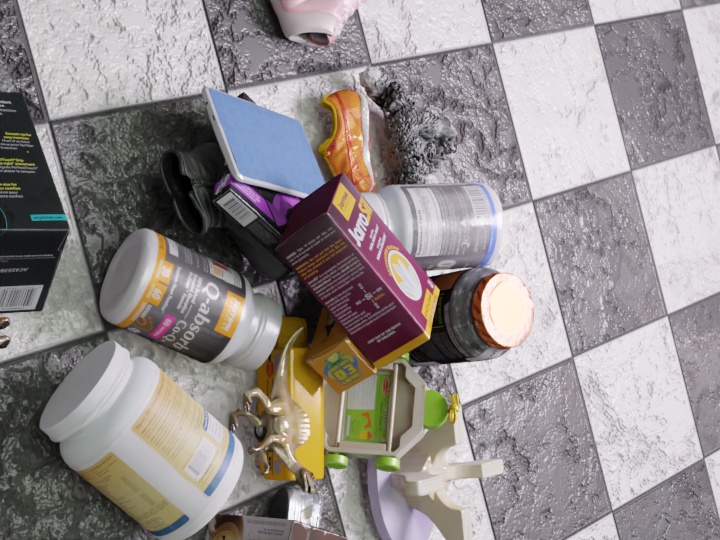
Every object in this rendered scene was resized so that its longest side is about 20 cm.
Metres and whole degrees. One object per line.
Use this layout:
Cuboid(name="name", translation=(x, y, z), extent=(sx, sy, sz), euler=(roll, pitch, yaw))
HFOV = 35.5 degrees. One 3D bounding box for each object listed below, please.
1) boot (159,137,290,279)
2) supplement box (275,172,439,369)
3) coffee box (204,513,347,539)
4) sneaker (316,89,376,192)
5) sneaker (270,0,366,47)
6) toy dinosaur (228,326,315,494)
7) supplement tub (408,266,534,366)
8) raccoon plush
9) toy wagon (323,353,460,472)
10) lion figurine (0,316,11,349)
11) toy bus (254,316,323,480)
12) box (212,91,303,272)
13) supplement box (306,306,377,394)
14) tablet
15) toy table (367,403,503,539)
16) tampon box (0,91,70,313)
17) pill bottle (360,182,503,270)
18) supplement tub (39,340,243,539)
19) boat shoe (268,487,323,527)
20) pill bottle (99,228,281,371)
Cuboid(name="boot", translation=(-0.168, -0.061, 1.368), extent=(0.202, 0.069, 0.132), euler=(57, 27, -3))
Cuboid(name="supplement box", translation=(0.000, 0.000, 1.346), extent=(0.201, 0.085, 0.111), euler=(50, 27, -18))
Cuboid(name="coffee box", translation=(-0.110, 0.348, 1.295), extent=(0.079, 0.199, 0.115), euler=(25, 70, -29))
Cuboid(name="sneaker", translation=(-0.020, -0.141, 1.528), extent=(0.076, 0.073, 0.204), euler=(-7, 88, -9))
Cuboid(name="sneaker", translation=(-0.030, -0.359, 1.536), extent=(0.197, 0.075, 0.107), euler=(-13, 86, -29))
Cuboid(name="toy dinosaur", translation=(-0.103, 0.171, 1.341), extent=(0.100, 0.058, 0.204), euler=(5, 68, -36))
Cuboid(name="supplement tub", translation=(0.133, 0.063, 1.513), extent=(0.121, 0.199, 0.125), euler=(5, 80, -34))
Cuboid(name="raccoon plush", translation=(0.042, -0.166, 1.566), extent=(0.199, 0.097, 0.135), euler=(37, 72, -9))
Cuboid(name="toy wagon", translation=(0.030, 0.179, 1.441), extent=(0.040, 0.196, 0.158), euler=(70, 24, -64))
Cuboid(name="lion figurine", translation=(-0.442, 0.049, 1.178), extent=(0.199, 0.073, 0.123), euler=(-32, 68, -28))
Cuboid(name="toy bus", translation=(-0.089, 0.160, 1.413), extent=(0.064, 0.078, 0.204), euler=(5, 80, -35))
Cuboid(name="box", translation=(-0.116, -0.113, 1.395), extent=(0.143, 0.036, 0.202), euler=(42, 29, -32))
Cuboid(name="supplement box", translation=(-0.010, 0.065, 1.436), extent=(0.069, 0.066, 0.201), euler=(50, 27, -18))
Cuboid(name="tablet", translation=(-0.113, -0.150, 1.386), extent=(0.199, 0.014, 0.132), euler=(11, 52, -58))
Cuboid(name="toy table", translation=(0.093, 0.275, 1.491), extent=(0.182, 0.116, 0.204), euler=(-19, 99, -46))
Cuboid(name="tampon box", translation=(-0.402, -0.071, 1.142), extent=(0.148, 0.127, 0.202), euler=(-2, 50, -36))
Cuboid(name="pill bottle", translation=(0.078, -0.056, 1.471), extent=(0.197, 0.113, 0.116), euler=(-4, 85, -23))
Cuboid(name="supplement tub", translation=(-0.243, 0.190, 1.256), extent=(0.200, 0.144, 0.146), euler=(46, 60, -21))
Cuboid(name="boat shoe", translation=(-0.082, 0.375, 1.391), extent=(0.064, 0.074, 0.206), euler=(13, 69, -29))
Cuboid(name="pill bottle", translation=(-0.198, 0.041, 1.330), extent=(0.198, 0.116, 0.118), euler=(27, 68, -29))
